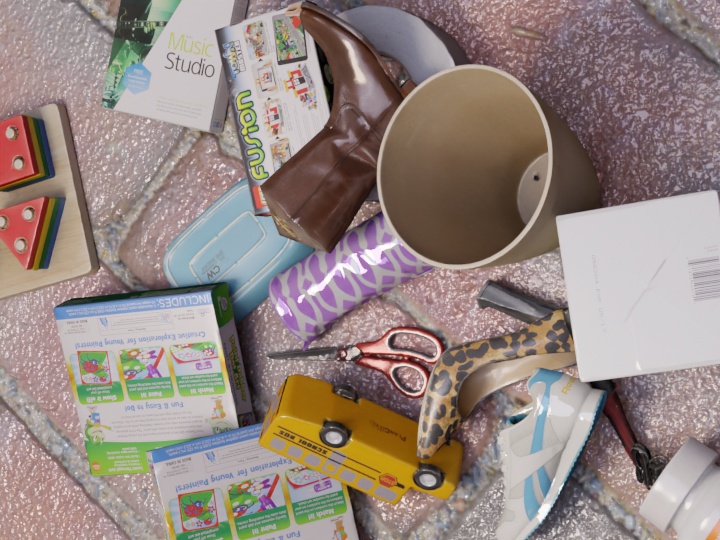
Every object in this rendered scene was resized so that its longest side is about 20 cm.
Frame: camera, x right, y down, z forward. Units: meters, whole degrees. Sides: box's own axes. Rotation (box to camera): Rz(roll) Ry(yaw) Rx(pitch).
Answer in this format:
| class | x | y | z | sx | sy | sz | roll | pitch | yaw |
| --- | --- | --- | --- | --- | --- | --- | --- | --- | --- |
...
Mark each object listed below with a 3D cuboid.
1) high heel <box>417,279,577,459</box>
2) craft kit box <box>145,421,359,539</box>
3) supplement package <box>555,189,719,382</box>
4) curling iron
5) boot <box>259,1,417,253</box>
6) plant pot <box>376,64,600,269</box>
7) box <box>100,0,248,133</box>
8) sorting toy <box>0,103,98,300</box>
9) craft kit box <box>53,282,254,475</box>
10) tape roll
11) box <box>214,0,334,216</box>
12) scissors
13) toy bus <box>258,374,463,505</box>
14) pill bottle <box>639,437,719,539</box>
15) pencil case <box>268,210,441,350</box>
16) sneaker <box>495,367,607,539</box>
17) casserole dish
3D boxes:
| class | x | y | z | sx | sy | sz | roll | pitch | yaw |
| --- | --- | --- | --- | --- | --- | --- | --- | --- | --- |
| high heel | 0.147 | 0.117 | 1.617 | 0.142 | 0.071 | 0.201 | 23 | 78 | 25 |
| craft kit box | -0.106 | 0.261 | 1.692 | 0.198 | 0.049 | 0.199 | -12 | 84 | -16 |
| supplement package | 0.287 | 0.015 | 1.510 | 0.150 | 0.200 | 0.153 | -9 | 86 | 21 |
| curling iron | 0.249 | 0.124 | 1.589 | 0.201 | 0.025 | 0.050 | 63 | 153 | -3 |
| boot | -0.046 | -0.139 | 1.609 | 0.186 | 0.064 | 0.200 | 41 | 89 | 4 |
| plant pot | 0.147 | -0.086 | 1.558 | 0.186 | 0.199 | 0.189 | -4 | 83 | 34 |
| box | -0.202 | -0.263 | 1.794 | 0.143 | 0.036 | 0.202 | 13 | 94 | 21 |
| sorting toy | -0.420 | -0.071 | 1.863 | 0.199 | 0.070 | 0.200 | -15 | 85 | 21 |
| craft kit box | -0.221 | 0.121 | 1.769 | 0.199 | 0.048 | 0.199 | -5 | 100 | 22 |
| tape roll | 0.020 | -0.172 | 1.690 | 0.199 | 0.066 | 0.202 | 0 | 91 | 22 |
| box | -0.077 | -0.166 | 1.674 | 0.109 | 0.035 | 0.202 | -14 | 85 | 21 |
| scissors | -0.006 | 0.083 | 1.729 | 0.199 | 0.014 | 0.074 | 13 | 97 | 22 |
| toy bus | 0.002 | 0.179 | 1.661 | 0.199 | 0.065 | 0.078 | 25 | 130 | -9 |
| pill bottle | 0.369 | 0.252 | 1.526 | 0.199 | 0.109 | 0.110 | 36 | 102 | 18 |
| pencil case | 0.000 | 0.000 | 1.693 | 0.199 | 0.084 | 0.086 | -29 | 112 | 20 |
| sneaker | 0.172 | 0.186 | 1.606 | 0.080 | 0.076 | 0.201 | 27 | 115 | 11 |
| casserole dish | -0.138 | -0.022 | 1.767 | 0.200 | 0.039 | 0.121 | -40 | 75 | 18 |
